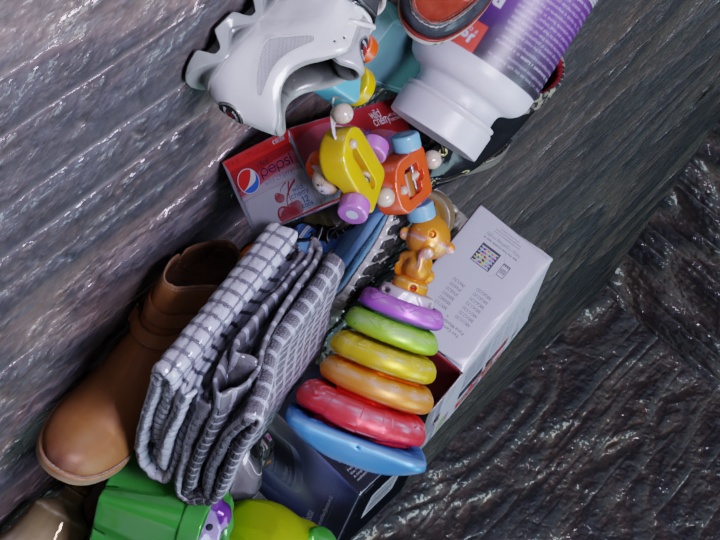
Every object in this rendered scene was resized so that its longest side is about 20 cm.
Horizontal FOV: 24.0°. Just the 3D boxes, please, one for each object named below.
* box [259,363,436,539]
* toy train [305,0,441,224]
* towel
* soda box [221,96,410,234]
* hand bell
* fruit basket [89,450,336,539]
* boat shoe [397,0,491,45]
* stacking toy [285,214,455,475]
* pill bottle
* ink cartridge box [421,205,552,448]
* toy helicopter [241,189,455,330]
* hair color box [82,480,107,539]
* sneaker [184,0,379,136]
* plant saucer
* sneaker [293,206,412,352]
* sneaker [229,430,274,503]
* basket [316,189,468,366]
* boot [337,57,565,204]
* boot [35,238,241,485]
[{"bbox_3d":[-0.050,0.161,1.724,0.123,0.198,0.200,-40,165,-27],"label":"box"},{"bbox_3d":[-0.004,-0.113,1.241,0.150,0.055,0.201,-49,129,-54],"label":"toy train"},{"bbox_3d":[-0.087,0.075,1.284,0.166,0.085,0.200,-54,174,-31],"label":"towel"},{"bbox_3d":[-0.024,-0.085,1.334,0.070,0.064,0.200,-24,-178,27],"label":"soda box"},{"bbox_3d":[-0.237,0.178,1.446,0.200,0.104,0.104,-60,170,-10],"label":"hand bell"},{"bbox_3d":[-0.123,0.247,1.417,0.216,0.215,0.156,-56,-173,29],"label":"fruit basket"},{"bbox_3d":[0.097,-0.255,1.264,0.200,0.071,0.063,-52,-176,-15],"label":"boat shoe"},{"bbox_3d":[0.024,0.050,1.317,0.110,0.116,0.201,-112,-139,-87],"label":"stacking toy"},{"bbox_3d":[0.111,-0.194,1.363,0.200,0.111,0.111,-58,168,1],"label":"pill bottle"},{"bbox_3d":[0.079,0.059,1.526,0.176,0.084,0.200,-50,170,-14],"label":"ink cartridge box"},{"bbox_3d":[0.000,0.000,1.464,0.200,0.133,0.079,-31,175,21],"label":"toy helicopter"},{"bbox_3d":[-0.175,0.161,1.500,0.200,0.061,0.102,-53,-155,16],"label":"hair color box"},{"bbox_3d":[-0.016,-0.169,1.105,0.200,0.088,0.074,-49,167,-6],"label":"sneaker"},{"bbox_3d":[0.031,-0.179,1.406,0.070,0.019,0.200,-51,169,11],"label":"plant saucer"},{"bbox_3d":[-0.023,-0.011,1.381,0.078,0.090,0.200,-22,158,-53],"label":"sneaker"},{"bbox_3d":[-0.113,0.161,1.560,0.081,0.086,0.200,-58,-157,9],"label":"sneaker"},{"bbox_3d":[0.006,-0.002,1.606,0.200,0.123,0.136,-48,169,-12],"label":"basket"},{"bbox_3d":[0.077,-0.127,1.493,0.203,0.074,0.154,-23,166,-32],"label":"boot"},{"bbox_3d":[-0.171,0.065,1.314,0.155,0.074,0.200,-58,176,40],"label":"boot"}]
